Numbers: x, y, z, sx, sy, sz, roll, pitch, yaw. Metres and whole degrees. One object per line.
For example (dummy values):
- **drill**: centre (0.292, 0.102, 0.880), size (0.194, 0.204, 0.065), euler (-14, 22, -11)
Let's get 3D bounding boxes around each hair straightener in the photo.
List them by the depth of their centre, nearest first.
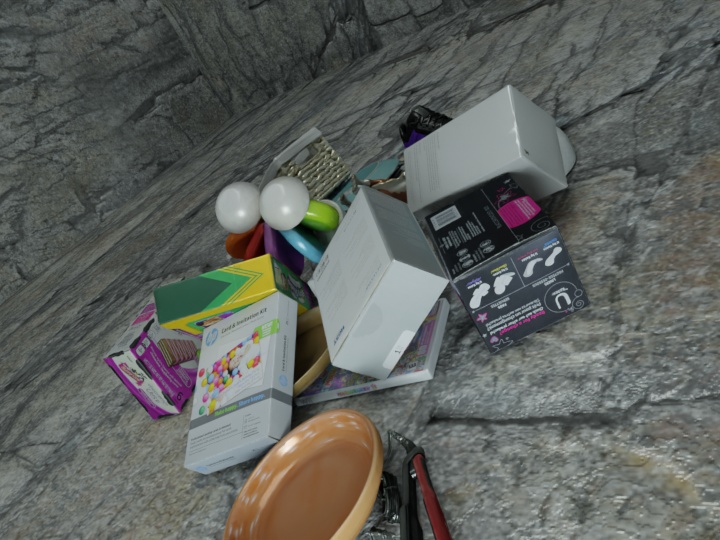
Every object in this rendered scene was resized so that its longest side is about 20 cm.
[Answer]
- **hair straightener**: centre (0.034, 0.217, 0.595), size (0.077, 0.041, 0.200), euler (-28, 24, 5)

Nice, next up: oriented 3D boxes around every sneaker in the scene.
- **sneaker**: centre (0.129, -0.247, 1.139), size (0.070, 0.100, 0.200), euler (-40, 18, -23)

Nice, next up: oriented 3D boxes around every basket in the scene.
- **basket**: centre (-0.123, -0.174, 1.341), size (0.136, 0.123, 0.200), euler (-46, 2, -31)

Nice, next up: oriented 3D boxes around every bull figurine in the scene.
- **bull figurine**: centre (0.034, -0.115, 1.082), size (0.200, 0.121, 0.065), euler (123, 157, -54)

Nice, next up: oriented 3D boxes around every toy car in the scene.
- **toy car**: centre (-0.128, -0.055, 1.025), size (0.199, 0.175, 0.151), euler (-2, 76, 26)

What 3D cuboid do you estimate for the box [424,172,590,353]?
- **box**: centre (0.171, -0.015, 0.791), size (0.132, 0.115, 0.200), euler (-28, 23, 9)

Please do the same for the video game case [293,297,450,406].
- **video game case**: centre (0.016, 0.107, 0.852), size (0.199, 0.018, 0.143), euler (-18, 28, 28)

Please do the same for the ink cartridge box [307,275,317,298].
- **ink cartridge box**: centre (0.000, 0.000, 1.014), size (0.116, 0.067, 0.200), euler (-11, 31, 37)

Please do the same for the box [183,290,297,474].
- **box**: centre (-0.152, 0.144, 0.833), size (0.156, 0.041, 0.201), euler (-26, 47, 31)

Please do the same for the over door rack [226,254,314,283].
- **over door rack**: centre (-0.140, 0.015, 1.126), size (0.147, 0.067, 0.200), euler (-30, 45, 3)

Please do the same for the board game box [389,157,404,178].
- **board game box**: centre (0.093, -0.161, 1.227), size (0.200, 0.057, 0.165), euler (-6, 37, 44)

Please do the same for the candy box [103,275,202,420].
- **candy box**: centre (-0.311, 0.122, 1.055), size (0.061, 0.137, 0.200), euler (-18, 28, 23)

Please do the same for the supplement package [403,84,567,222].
- **supplement package**: centre (0.177, -0.151, 0.942), size (0.200, 0.120, 0.122), euler (-25, 57, 41)

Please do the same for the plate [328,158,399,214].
- **plate**: centre (-0.010, -0.158, 1.237), size (0.200, 0.026, 0.200), euler (-36, 16, 12)

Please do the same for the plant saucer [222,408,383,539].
- **plant saucer**: centre (-0.054, 0.230, 0.649), size (0.200, 0.037, 0.200), euler (-35, 22, 16)

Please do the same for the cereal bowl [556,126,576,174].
- **cereal bowl**: centre (0.247, -0.187, 1.069), size (0.200, 0.083, 0.200), euler (-25, 24, 12)

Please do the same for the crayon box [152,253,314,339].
- **crayon box**: centre (-0.176, 0.048, 0.951), size (0.172, 0.058, 0.200), euler (-17, -17, 7)

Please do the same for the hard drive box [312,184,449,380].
- **hard drive box**: centre (0.015, 0.009, 0.810), size (0.156, 0.077, 0.200), euler (-60, 24, 24)

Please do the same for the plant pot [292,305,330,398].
- **plant pot**: centre (-0.095, 0.126, 0.902), size (0.200, 0.028, 0.200), euler (-36, 19, 14)
